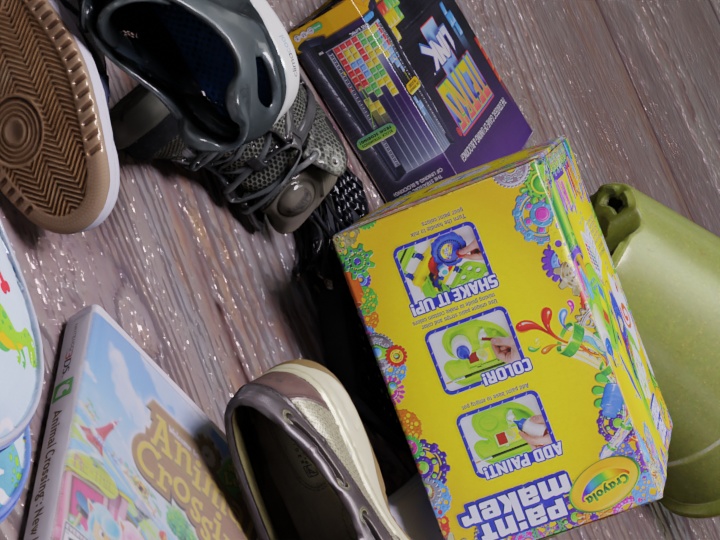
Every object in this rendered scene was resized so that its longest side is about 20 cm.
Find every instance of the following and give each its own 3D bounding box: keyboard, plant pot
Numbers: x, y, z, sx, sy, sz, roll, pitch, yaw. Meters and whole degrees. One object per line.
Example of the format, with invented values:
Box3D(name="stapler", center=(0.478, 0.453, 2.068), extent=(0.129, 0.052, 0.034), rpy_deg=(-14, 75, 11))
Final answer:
Box3D(name="keyboard", center=(0.000, 0.000, 1.282), extent=(0.104, 0.040, 0.201), rpy_deg=(39, 31, -46))
Box3D(name="plant pot", center=(0.212, 0.040, 1.545), extent=(0.190, 0.200, 0.200), rpy_deg=(37, 30, -22))

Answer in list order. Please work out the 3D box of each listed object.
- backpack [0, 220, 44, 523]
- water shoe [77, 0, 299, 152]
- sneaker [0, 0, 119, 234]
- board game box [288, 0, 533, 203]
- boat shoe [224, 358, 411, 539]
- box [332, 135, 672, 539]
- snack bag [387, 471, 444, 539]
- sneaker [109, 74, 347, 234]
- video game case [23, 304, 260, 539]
Box3D(name="backpack", center=(-0.189, 0.022, 0.701), extent=(0.200, 0.147, 0.184), rpy_deg=(5, 62, -67))
Box3D(name="water shoe", center=(-0.103, -0.144, 1.000), extent=(0.200, 0.071, 0.079), rpy_deg=(49, 27, -5))
Box3D(name="sneaker", center=(-0.144, -0.108, 1.051), extent=(0.108, 0.070, 0.201), rpy_deg=(4, 58, -63))
Box3D(name="board game box", center=(0.039, -0.125, 1.490), extent=(0.166, 0.057, 0.200), rpy_deg=(57, 23, -9))
Box3D(name="boat shoe", center=(-0.010, 0.140, 1.013), extent=(0.065, 0.073, 0.200), rpy_deg=(-18, 78, -57))
Box3D(name="box", center=(0.088, 0.038, 1.245), extent=(0.200, 0.122, 0.193), rpy_deg=(-33, 102, -78))
Box3D(name="snack bag", center=(0.058, 0.206, 1.191), extent=(0.201, 0.021, 0.188), rpy_deg=(63, 22, 2))
Box3D(name="sneaker", center=(-0.064, -0.072, 1.176), extent=(0.114, 0.076, 0.199), rpy_deg=(55, 17, -1))
Box3D(name="video game case", center=(-0.073, 0.138, 0.983), extent=(0.200, 0.022, 0.182), rpy_deg=(49, 25, -30))
